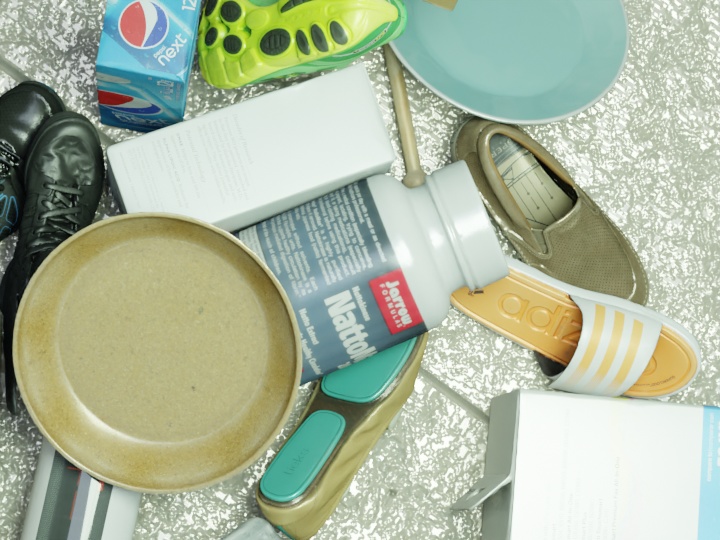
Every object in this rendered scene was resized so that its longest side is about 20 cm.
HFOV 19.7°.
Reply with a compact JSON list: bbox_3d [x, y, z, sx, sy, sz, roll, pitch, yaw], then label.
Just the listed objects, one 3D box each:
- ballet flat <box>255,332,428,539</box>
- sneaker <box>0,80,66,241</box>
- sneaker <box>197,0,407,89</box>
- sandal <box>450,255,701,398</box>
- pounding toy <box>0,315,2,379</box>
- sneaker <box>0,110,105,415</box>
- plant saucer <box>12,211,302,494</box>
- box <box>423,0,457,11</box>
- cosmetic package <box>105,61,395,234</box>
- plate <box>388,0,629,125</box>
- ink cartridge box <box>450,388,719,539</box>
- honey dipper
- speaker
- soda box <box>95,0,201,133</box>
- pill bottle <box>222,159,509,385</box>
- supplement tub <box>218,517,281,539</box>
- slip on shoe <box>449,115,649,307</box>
[{"bbox_3d":[-0.009,0.112,1.518,0.068,0.063,0.200,18,58,36],"label":"ballet flat"},{"bbox_3d":[-0.275,-0.051,1.501,0.073,0.082,0.201,29,80,1],"label":"sneaker"},{"bbox_3d":[-0.046,-0.165,1.477,0.083,0.199,0.075,6,86,-42],"label":"sneaker"},{"bbox_3d":[0.148,0.053,1.530,0.205,0.059,0.080,21,125,3],"label":"sandal"},{"bbox_3d":[-0.320,0.142,1.426,0.182,0.142,0.202,3,108,-5],"label":"pounding toy"},{"bbox_3d":[-0.217,-0.004,1.470,0.059,0.104,0.202,12,107,-21],"label":"sneaker"},{"bbox_3d":[-0.137,0.053,1.420,0.198,0.035,0.202,1,107,3],"label":"plant saucer"},{"bbox_3d":[-0.017,-0.271,1.465,0.198,0.021,0.164,19,42,-10],"label":"box"},{"bbox_3d":[-0.080,-0.076,1.510,0.198,0.113,0.082,-21,86,-9],"label":"cosmetic package"},{"bbox_3d":[0.105,-0.188,1.558,0.198,0.026,0.202,6,58,-10],"label":"plate"},{"bbox_3d":[0.170,0.156,1.497,0.198,0.129,0.127,6,82,-6],"label":"ink cartridge box"},{"bbox_3d":[0.025,-0.153,1.571,0.038,0.038,0.202,-10,88,-7],"label":"honey dipper"},{"bbox_3d":[-0.202,0.186,1.481,0.080,0.081,0.202,13,82,-4],"label":"speaker"},{"bbox_3d":[-0.150,-0.149,1.466,0.063,0.200,0.069,10,82,-4],"label":"soda box"},{"bbox_3d":[0.000,0.000,1.488,0.198,0.120,0.121,-23,86,3],"label":"pill bottle"},{"bbox_3d":[-0.063,0.287,1.461,0.122,0.123,0.201,-34,88,-9],"label":"supplement tub"},{"bbox_3d":[0.147,-0.036,1.538,0.076,0.061,0.200,-41,102,-10],"label":"slip on shoe"}]
